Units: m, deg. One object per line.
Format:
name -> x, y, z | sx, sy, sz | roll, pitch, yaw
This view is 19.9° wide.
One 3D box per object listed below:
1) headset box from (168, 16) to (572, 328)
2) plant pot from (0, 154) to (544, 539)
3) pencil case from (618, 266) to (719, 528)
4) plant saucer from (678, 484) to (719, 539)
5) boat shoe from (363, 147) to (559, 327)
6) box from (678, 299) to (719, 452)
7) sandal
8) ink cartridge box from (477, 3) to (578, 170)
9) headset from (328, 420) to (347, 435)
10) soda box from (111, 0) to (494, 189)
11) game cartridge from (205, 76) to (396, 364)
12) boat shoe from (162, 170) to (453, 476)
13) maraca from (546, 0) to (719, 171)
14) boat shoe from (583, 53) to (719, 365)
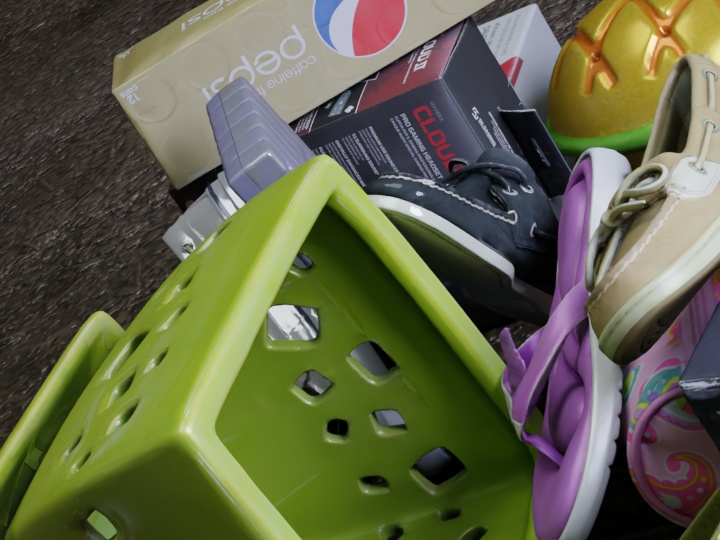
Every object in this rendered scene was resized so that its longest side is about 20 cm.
headset box -> 0.021, -0.038, 1.118 | 0.200, 0.149, 0.075 | -19, 27, 28
plant pot -> -0.049, 0.105, 0.883 | 0.181, 0.199, 0.200 | -26, 23, 31
pencil case -> 0.150, 0.028, 0.908 | 0.087, 0.088, 0.200 | -26, 25, 16
plant saucer -> 0.087, 0.167, 0.666 | 0.200, 0.048, 0.200 | -52, -10, -37
boat shoe -> 0.064, -0.024, 0.981 | 0.074, 0.199, 0.066 | 11, 80, 39
box -> 0.257, 0.009, 0.758 | 0.198, 0.123, 0.200 | -12, 33, 43
sandal -> 0.083, 0.035, 0.895 | 0.083, 0.050, 0.203 | 108, 173, -54
ink cartridge box -> 0.027, -0.062, 1.241 | 0.200, 0.084, 0.144 | -20, 27, 28
headset -> -0.065, 0.091, 1.106 | 0.123, 0.094, 0.200 | -29, 38, -4
soda box -> -0.032, -0.127, 1.087 | 0.200, 0.068, 0.064 | -30, 22, 6
game cartridge -> 0.000, 0.000, 1.008 | 0.038, 0.200, 0.130 | -41, 22, 3
boat shoe -> -0.029, 0.037, 1.043 | 0.067, 0.074, 0.200 | -39, 61, 6
maraca -> 0.188, -0.112, 1.103 | 0.200, 0.107, 0.137 | -18, 30, 31
boat shoe -> 0.126, -0.030, 0.835 | 0.073, 0.063, 0.201 | -55, -5, 40
